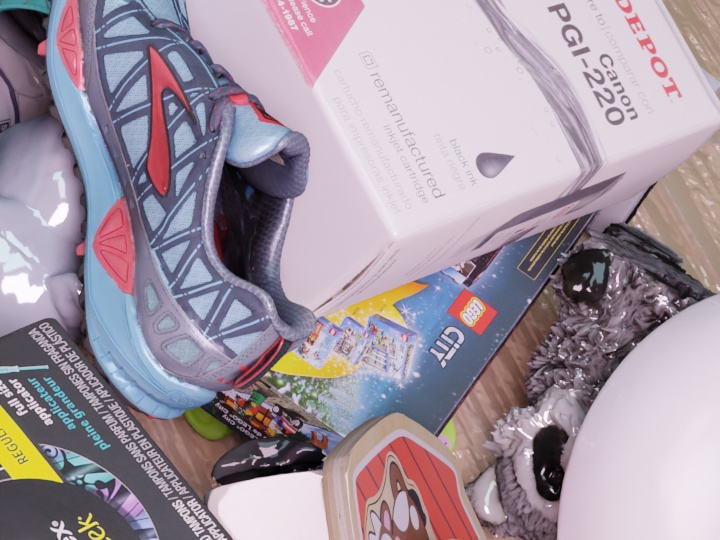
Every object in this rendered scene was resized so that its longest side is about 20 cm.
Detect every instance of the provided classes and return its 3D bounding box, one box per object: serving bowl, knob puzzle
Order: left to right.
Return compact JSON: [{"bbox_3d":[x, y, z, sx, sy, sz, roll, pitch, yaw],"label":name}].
[{"bbox_3d":[0.036,0.138,0.983,0.030,0.220,0.220,-14,47,17],"label":"knob puzzle"},{"bbox_3d":[0.184,0.107,1.084,0.200,0.066,0.200,-2,94,-23],"label":"serving bowl"}]

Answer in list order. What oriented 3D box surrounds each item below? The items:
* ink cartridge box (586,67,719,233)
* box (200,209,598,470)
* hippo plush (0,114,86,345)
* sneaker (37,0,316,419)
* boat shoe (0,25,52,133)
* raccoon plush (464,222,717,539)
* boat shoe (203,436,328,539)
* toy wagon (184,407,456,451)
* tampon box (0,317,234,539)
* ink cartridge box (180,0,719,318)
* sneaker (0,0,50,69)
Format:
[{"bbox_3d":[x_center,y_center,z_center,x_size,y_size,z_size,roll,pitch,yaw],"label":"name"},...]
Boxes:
[{"bbox_3d":[0.067,-0.109,1.268,0.200,0.099,0.039,38,45,6],"label":"ink cartridge box"},{"bbox_3d":[0.000,0.000,1.129,0.137,0.038,0.200,35,46,5],"label":"box"},{"bbox_3d":[-0.165,-0.032,1.033,0.161,0.159,0.200,31,57,-7],"label":"hippo plush"},{"bbox_3d":[-0.059,-0.048,1.022,0.079,0.095,0.200,12,63,-58],"label":"sneaker"},{"bbox_3d":[-0.203,-0.135,1.179,0.200,0.072,0.066,48,43,16],"label":"boat shoe"},{"bbox_3d":[0.112,0.061,1.181,0.097,0.134,0.200,31,9,10],"label":"raccoon plush"},{"bbox_3d":[-0.015,0.163,1.015,0.075,0.093,0.200,-8,85,-2],"label":"boat shoe"},{"bbox_3d":[-0.016,0.023,1.155,0.155,0.040,0.200,-23,64,-38],"label":"toy wagon"},{"bbox_3d":[-0.159,0.137,0.926,0.200,0.126,0.150,-26,67,-39],"label":"tampon box"},{"bbox_3d":[0.035,-0.082,1.114,0.200,0.085,0.146,-20,77,-39],"label":"ink cartridge box"},{"bbox_3d":[-0.119,-0.155,1.113,0.084,0.200,0.121,7,44,19],"label":"sneaker"}]
